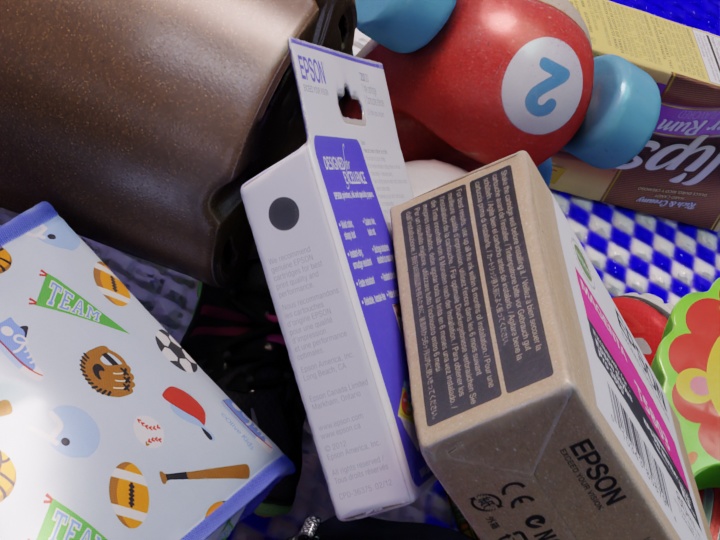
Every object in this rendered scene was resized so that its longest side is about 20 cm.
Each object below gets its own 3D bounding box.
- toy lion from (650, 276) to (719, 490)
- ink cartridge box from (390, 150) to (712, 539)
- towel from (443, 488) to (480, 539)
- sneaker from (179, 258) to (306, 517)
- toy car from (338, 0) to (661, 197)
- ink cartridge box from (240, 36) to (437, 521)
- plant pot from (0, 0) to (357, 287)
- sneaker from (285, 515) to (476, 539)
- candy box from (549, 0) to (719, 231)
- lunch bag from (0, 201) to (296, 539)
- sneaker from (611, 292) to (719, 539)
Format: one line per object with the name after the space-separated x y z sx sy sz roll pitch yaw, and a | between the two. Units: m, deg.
0.219 0.094 0.984 0.199 0.069 0.192 -35 66 -25 | toy lion
0.092 0.073 0.855 0.200 0.075 0.165 55 19 -35 | ink cartridge box
0.101 0.167 0.965 0.085 0.018 0.201 4 50 -32 | towel
-0.049 0.031 0.934 0.076 0.084 0.201 19 43 -18 | sneaker
0.048 -0.040 1.023 0.183 0.176 0.202 25 53 -30 | toy car
0.000 0.000 0.875 0.198 0.043 0.202 -9 85 -78 | ink cartridge box
-0.119 -0.098 0.885 0.197 0.201 0.201 25 39 8 | plant pot
0.047 0.168 0.823 0.199 0.140 0.078 27 56 -7 | sneaker
0.173 -0.098 1.192 0.198 0.117 0.057 14 45 -26 | candy box
-0.155 0.092 0.774 0.170 0.124 0.200 43 33 6 | lunch bag
0.157 0.093 1.033 0.084 0.077 0.201 2 50 -27 | sneaker
